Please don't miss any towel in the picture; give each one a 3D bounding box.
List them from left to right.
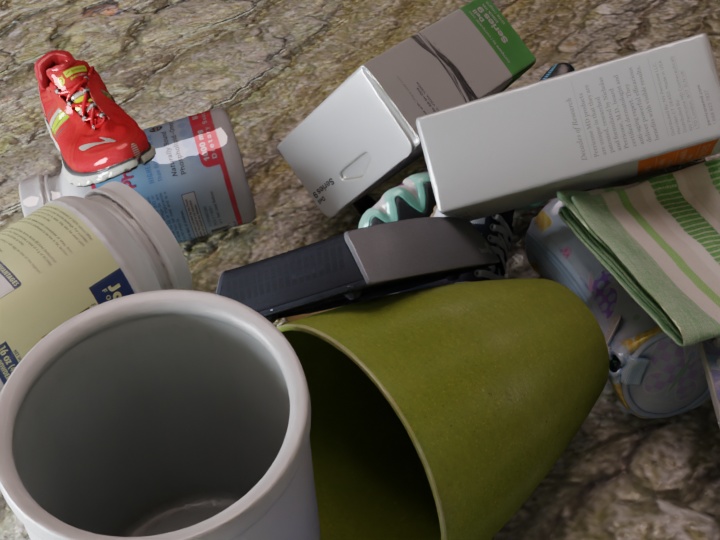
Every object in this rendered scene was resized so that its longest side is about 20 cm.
[{"bbox_3d":[0.250,-0.024,0.829,0.199,0.024,0.153,-12,44,-25],"label":"towel"}]

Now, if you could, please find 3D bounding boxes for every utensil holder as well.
[{"bbox_3d":[-0.103,0.140,0.713,0.168,0.201,0.171,-3,46,3],"label":"utensil holder"}]

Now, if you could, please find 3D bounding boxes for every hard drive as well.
[{"bbox_3d":[0.000,0.000,0.830,0.134,0.043,0.200,-17,-4,29],"label":"hard drive"}]

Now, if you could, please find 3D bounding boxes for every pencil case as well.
[{"bbox_3d":[0.190,0.021,0.905,0.090,0.084,0.200,-8,34,-10],"label":"pencil case"}]

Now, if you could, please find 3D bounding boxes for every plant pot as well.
[{"bbox_3d":[0.061,0.084,0.798,0.199,0.188,0.187,-25,37,-33],"label":"plant pot"}]

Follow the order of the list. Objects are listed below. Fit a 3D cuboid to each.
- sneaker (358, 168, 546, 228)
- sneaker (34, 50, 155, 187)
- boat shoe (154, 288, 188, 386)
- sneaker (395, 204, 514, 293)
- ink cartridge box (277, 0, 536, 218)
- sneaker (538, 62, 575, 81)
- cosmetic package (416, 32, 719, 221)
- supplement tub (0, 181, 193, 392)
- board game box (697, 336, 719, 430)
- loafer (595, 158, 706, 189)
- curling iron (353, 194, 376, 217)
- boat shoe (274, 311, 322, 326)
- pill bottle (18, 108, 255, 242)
[{"bbox_3d":[0.070,-0.065,1.067,0.199,0.078,0.140,-21,16,-19],"label":"sneaker"},{"bbox_3d":[-0.242,-0.137,1.063,0.077,0.085,0.200,-28,37,-19],"label":"sneaker"},{"bbox_3d":[-0.147,0.090,0.840,0.072,0.200,0.068,10,48,-36],"label":"boat shoe"},{"bbox_3d":[0.093,-0.002,0.941,0.108,0.070,0.201,30,81,43],"label":"sneaker"},{"bbox_3d":[0.042,-0.147,1.096,0.200,0.084,0.146,-37,0,-44],"label":"ink cartridge box"},{"bbox_3d":[0.224,-0.098,0.993,0.199,0.082,0.073,24,-3,-10],"label":"sneaker"},{"bbox_3d":[0.148,-0.094,0.855,0.198,0.072,0.101,-15,-5,12],"label":"cosmetic package"},{"bbox_3d":[-0.247,0.031,0.974,0.200,0.146,0.145,-37,42,-29],"label":"supplement tub"},{"bbox_3d":[0.315,0.072,0.779,0.198,0.026,0.201,13,38,-7],"label":"board game box"},{"bbox_3d":[0.240,-0.052,0.919,0.070,0.200,0.075,-48,2,14],"label":"loafer"},{"bbox_3d":[0.012,-0.035,1.084,0.049,0.026,0.200,-14,35,-7],"label":"curling iron"},{"bbox_3d":[-0.090,0.072,0.939,0.200,0.063,0.073,-29,39,-21],"label":"boat shoe"},{"bbox_3d":[-0.204,-0.071,1.129,0.199,0.109,0.109,-17,36,-6],"label":"pill bottle"}]
